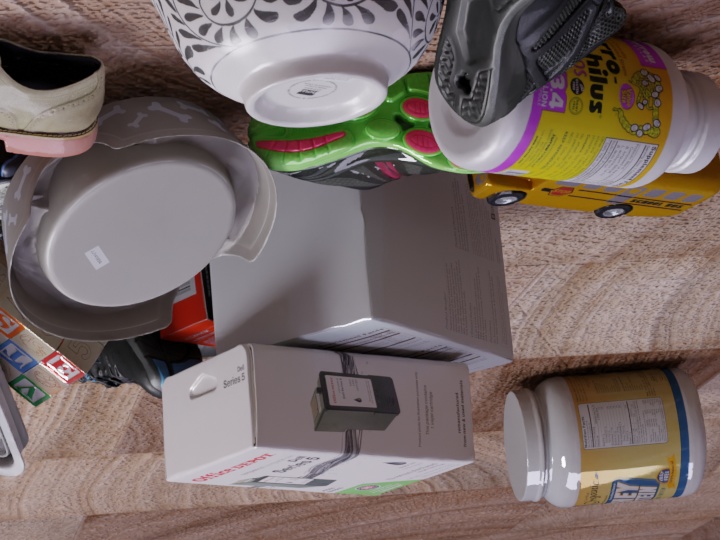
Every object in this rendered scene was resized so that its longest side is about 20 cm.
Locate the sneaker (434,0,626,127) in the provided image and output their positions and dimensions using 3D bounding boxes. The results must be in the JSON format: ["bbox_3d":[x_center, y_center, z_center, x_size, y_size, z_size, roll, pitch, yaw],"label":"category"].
[{"bbox_3d":[0.113,-0.184,1.385,0.114,0.076,0.199,-33,151,-30],"label":"sneaker"}]

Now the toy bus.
[{"bbox_3d":[0.175,-0.085,1.727,0.200,0.065,0.078,6,159,-35],"label":"toy bus"}]

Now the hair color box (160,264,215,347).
[{"bbox_3d":[-0.079,0.015,1.895,0.061,0.102,0.200,-22,158,39],"label":"hair color box"}]

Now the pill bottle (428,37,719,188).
[{"bbox_3d":[0.154,-0.112,1.567,0.200,0.104,0.104,4,160,-34],"label":"pill bottle"}]

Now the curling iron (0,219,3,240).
[{"bbox_3d":[-0.198,-0.040,1.704,0.026,0.050,0.200,19,-160,40],"label":"curling iron"}]

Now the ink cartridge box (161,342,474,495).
[{"bbox_3d":[-0.035,0.118,1.756,0.200,0.084,0.145,7,161,-32],"label":"ink cartridge box"}]

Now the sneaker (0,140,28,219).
[{"bbox_3d":[-0.236,-0.069,1.613,0.200,0.077,0.085,0,158,-23],"label":"sneaker"}]

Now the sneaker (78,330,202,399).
[{"bbox_3d":[-0.193,0.070,1.891,0.073,0.082,0.200,25,-171,-30],"label":"sneaker"}]

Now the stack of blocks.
[{"bbox_3d":[-0.293,0.013,1.698,0.200,0.059,0.115,40,144,-15],"label":"stack of blocks"}]

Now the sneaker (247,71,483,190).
[{"bbox_3d":[0.021,-0.098,1.632,0.200,0.077,0.084,2,170,5],"label":"sneaker"}]

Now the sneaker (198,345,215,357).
[{"bbox_3d":[-0.062,0.060,2.056,0.200,0.082,0.073,-10,163,11],"label":"sneaker"}]

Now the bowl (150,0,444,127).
[{"bbox_3d":[-0.031,-0.147,1.401,0.201,0.094,0.201,-7,164,-2],"label":"bowl"}]

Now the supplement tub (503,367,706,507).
[{"bbox_3d":[0.268,0.185,2.504,0.200,0.145,0.145,-5,163,-7],"label":"supplement tub"}]

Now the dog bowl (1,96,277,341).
[{"bbox_3d":[-0.161,-0.039,1.600,0.200,0.059,0.200,-18,141,-15],"label":"dog bowl"}]

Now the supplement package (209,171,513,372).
[{"bbox_3d":[0.000,0.000,1.787,0.151,0.152,0.200,-16,160,32],"label":"supplement package"}]

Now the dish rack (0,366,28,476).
[{"bbox_3d":[-0.333,0.067,1.704,0.172,0.044,0.200,14,143,21],"label":"dish rack"}]

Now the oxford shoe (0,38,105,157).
[{"bbox_3d":[-0.263,-0.124,1.468,0.200,0.071,0.074,1,137,-23],"label":"oxford shoe"}]
